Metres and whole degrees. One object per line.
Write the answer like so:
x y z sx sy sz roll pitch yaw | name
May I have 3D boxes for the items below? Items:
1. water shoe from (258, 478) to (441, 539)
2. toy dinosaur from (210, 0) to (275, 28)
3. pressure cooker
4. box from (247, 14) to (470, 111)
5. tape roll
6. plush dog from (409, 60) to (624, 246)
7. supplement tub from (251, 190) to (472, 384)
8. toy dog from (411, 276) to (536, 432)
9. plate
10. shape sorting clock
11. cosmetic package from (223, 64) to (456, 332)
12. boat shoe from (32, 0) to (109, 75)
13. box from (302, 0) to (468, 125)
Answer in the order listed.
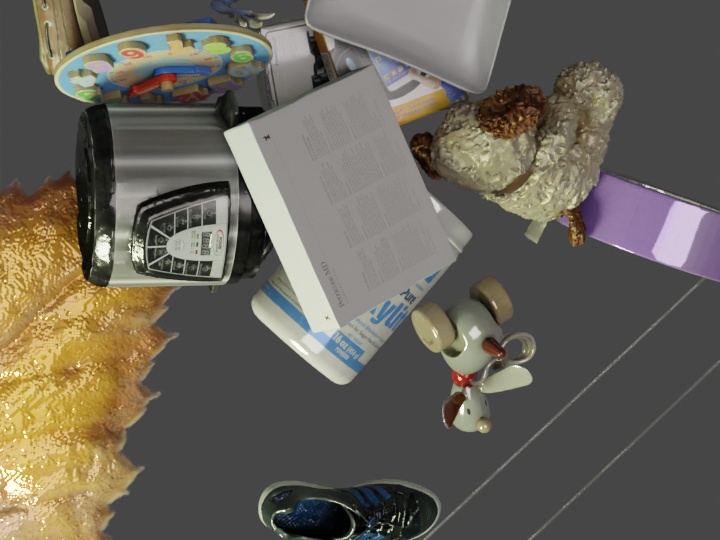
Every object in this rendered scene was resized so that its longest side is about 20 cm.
-0.005 0.262 1.711 0.199 0.079 0.072 2 102 -17 | water shoe
-0.129 -0.289 1.497 0.181 0.200 0.105 11 102 -29 | toy dinosaur
-0.162 -0.073 1.537 0.199 0.176 0.179 -1 80 -17 | pressure cooker
-0.002 -0.202 1.612 0.199 0.060 0.117 -14 106 -13 | box
0.301 -0.049 1.660 0.200 0.200 0.066 17 98 -19 | tape roll
0.142 -0.110 1.576 0.171 0.200 0.161 14 61 -35 | plush dog
0.000 0.000 1.623 0.132 0.132 0.200 40 91 -20 | supplement tub
0.123 0.099 1.662 0.132 0.096 0.200 -40 139 -1 | toy dog
0.054 -0.286 1.520 0.200 0.032 0.200 18 86 -26 | plate
-0.178 -0.183 1.499 0.199 0.200 0.039 -9 83 -14 | shape sorting clock
-0.016 -0.066 1.491 0.151 0.052 0.200 -29 100 -35 | cosmetic package
-0.287 -0.276 1.505 0.068 0.072 0.201 -13 104 4 | boat shoe
0.016 -0.236 1.555 0.119 0.041 0.200 -22 105 -11 | box
